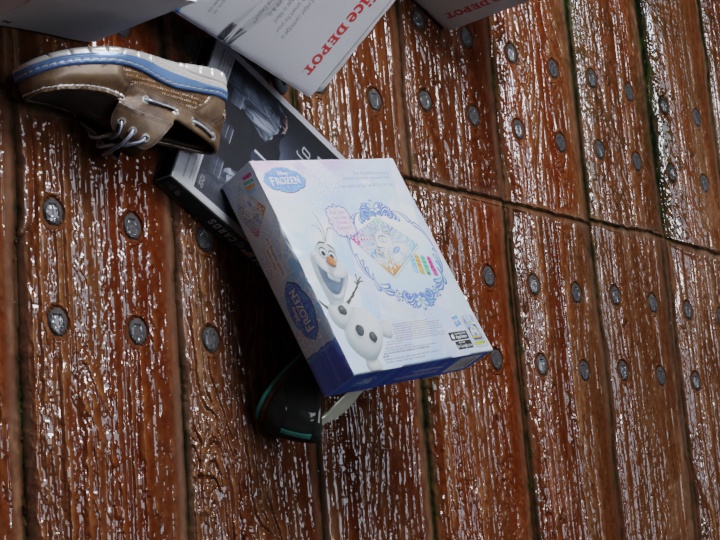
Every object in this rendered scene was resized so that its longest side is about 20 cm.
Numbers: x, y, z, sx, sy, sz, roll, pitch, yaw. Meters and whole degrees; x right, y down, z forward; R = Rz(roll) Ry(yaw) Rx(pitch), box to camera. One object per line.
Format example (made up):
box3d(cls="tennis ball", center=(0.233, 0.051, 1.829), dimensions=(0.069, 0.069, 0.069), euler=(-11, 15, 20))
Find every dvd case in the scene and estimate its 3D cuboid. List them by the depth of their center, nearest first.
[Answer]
box3d(cls="dvd case", center=(-0.084, -0.081, 1.552), dimensions=(0.200, 0.025, 0.151), euler=(42, 49, -36))

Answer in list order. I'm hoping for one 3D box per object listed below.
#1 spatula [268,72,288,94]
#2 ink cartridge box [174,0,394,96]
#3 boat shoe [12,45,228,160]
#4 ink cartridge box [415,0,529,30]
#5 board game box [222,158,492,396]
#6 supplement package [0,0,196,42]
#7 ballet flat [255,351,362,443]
box3d(cls="spatula", center=(-0.099, -0.250, 1.587), dimensions=(0.056, 0.020, 0.202), euler=(-34, 107, -56))
box3d(cls="ink cartridge box", center=(-0.077, -0.258, 1.490), dimensions=(0.199, 0.147, 0.086), euler=(29, 19, -39))
box3d(cls="boat shoe", center=(-0.177, -0.125, 1.396), dimensions=(0.199, 0.072, 0.073), euler=(1, 78, -44))
box3d(cls="ink cartridge box", center=(0.093, -0.362, 1.767), dimensions=(0.200, 0.146, 0.146), euler=(38, 51, -40))
box3d(cls="board game box", center=(0.000, 0.000, 1.530), dimensions=(0.199, 0.043, 0.200), euler=(-5, 64, -52))
box3d(cls="supplement package", center=(-0.214, -0.290, 1.368), dimensions=(0.119, 0.120, 0.202), euler=(3, 77, -52))
box3d(cls="ballet flat", center=(-0.019, 0.075, 1.547), dimensions=(0.201, 0.068, 0.068), euler=(-58, 167, -38))
